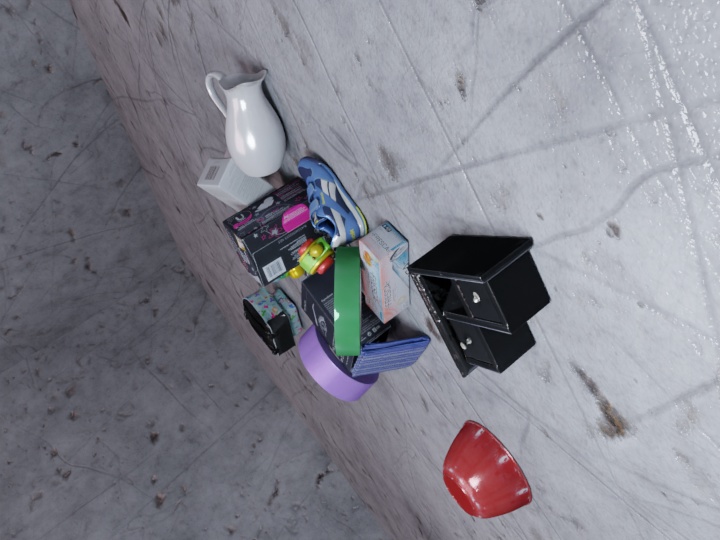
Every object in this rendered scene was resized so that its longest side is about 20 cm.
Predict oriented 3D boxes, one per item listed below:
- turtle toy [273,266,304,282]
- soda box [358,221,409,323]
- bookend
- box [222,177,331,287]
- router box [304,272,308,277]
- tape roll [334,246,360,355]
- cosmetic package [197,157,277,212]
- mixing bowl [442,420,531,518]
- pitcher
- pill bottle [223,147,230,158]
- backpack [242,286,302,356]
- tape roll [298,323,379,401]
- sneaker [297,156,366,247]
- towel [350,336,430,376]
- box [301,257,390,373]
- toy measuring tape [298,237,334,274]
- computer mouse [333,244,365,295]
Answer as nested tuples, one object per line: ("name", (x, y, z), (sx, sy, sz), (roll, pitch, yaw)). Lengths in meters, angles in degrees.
("turtle toy", (-0.222, -0.034, 1.693), (0.148, 0.100, 0.199), (62, 164, -12))
("soda box", (0.047, 0.008, 1.285), (0.064, 0.068, 0.202), (46, 159, 30))
("bookend", (0.184, 0.062, 0.978), (0.202, 0.091, 0.198), (62, 161, -16))
("box", (-0.168, -0.083, 1.483), (0.114, 0.198, 0.134), (36, 153, 49))
("router box", (-0.134, -0.052, 1.679), (0.201, 0.051, 0.150), (52, 163, 18))
("tape roll", (-0.022, 0.057, 1.309), (0.200, 0.047, 0.205), (1, -90, -89))
("cosmetic package", (-0.248, -0.169, 1.539), (0.100, 0.072, 0.199), (11, 163, 48))
("mixing bowl", (0.236, 0.418, 1.402), (0.201, 0.108, 0.201), (48, 159, 25))
("pitcher", (-0.237, -0.304, 1.417), (0.170, 0.121, 0.203), (22, 137, 38))
("pill bottle", (-0.274, -0.245, 1.644), (0.105, 0.103, 0.200), (57, 162, -1))
("backpack", (-0.289, 0.149, 2.249), (0.199, 0.150, 0.179), (34, 149, 35))
("tape roll", (-0.049, 0.204, 1.630), (0.199, 0.066, 0.201), (37, -158, -18))
("sneaker", (-0.070, -0.132, 1.339), (0.201, 0.082, 0.074), (53, 164, 15))
("towel", (0.057, 0.176, 1.436), (0.201, 0.142, 0.024), (109, 152, -67))
("box", (-0.037, 0.098, 1.524), (0.201, 0.103, 0.149), (53, 162, 17))
("toy measuring tape", (-0.088, -0.024, 1.405), (0.074, 0.073, 0.200), (55, 178, 4))
("computer mouse", (0.000, 0.000, 1.432), (0.201, 0.043, 0.110), (52, 160, 19))
